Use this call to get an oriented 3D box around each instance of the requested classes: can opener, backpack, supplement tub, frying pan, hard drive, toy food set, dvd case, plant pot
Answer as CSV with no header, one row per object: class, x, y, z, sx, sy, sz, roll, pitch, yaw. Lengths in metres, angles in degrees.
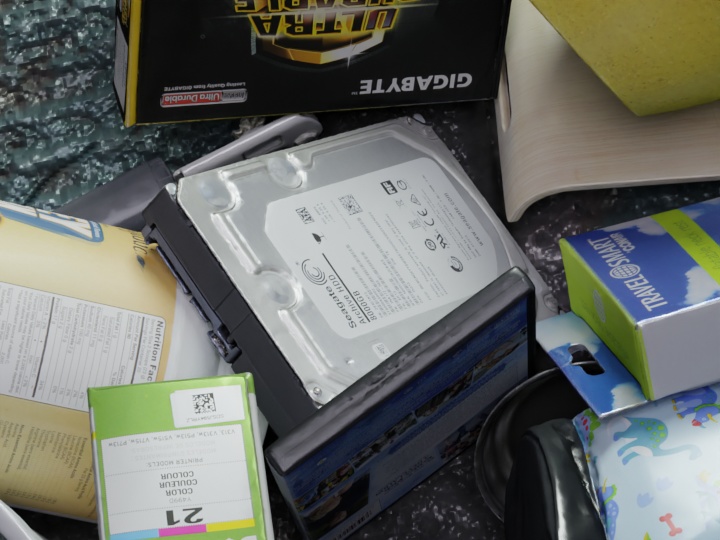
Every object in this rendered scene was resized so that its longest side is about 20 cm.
can opener,-0.103,-0.026,1.360,0.200,0.053,0.067,-23,72,-2
backpack,0.178,0.124,1.216,0.200,0.154,0.163,7,42,-7
supplement tub,-0.152,0.045,1.276,0.200,0.145,0.145,13,76,-16
frying pan,0.144,0.070,1.291,0.190,0.031,0.115,-30,120,15
hard drive,0.000,0.000,1.290,0.200,0.038,0.140,-18,68,-48
toy food set,0.169,-0.099,1.368,0.200,0.060,0.144,-4,65,0
dvd case,0.024,0.072,1.251,0.143,0.200,0.018,-37,74,-7
plant pot,0.154,-0.158,1.275,0.142,0.200,0.200,-43,77,8

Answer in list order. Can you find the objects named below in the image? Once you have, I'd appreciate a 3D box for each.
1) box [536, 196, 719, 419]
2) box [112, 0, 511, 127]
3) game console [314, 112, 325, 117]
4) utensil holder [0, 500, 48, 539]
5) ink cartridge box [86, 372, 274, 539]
box,0.186,0.003,1.251,0.200,0.122,0.048,-16,112,-8
box,-0.021,-0.156,1.312,0.200,0.160,0.049,-5,35,-16
game console,-0.027,-0.215,1.376,0.200,0.176,0.116,-45,49,-9
utensil holder,-0.202,0.187,1.232,0.170,0.200,0.170,-1,78,3
ink cartridge box,-0.073,0.168,1.153,0.076,0.148,0.200,-5,56,-6
